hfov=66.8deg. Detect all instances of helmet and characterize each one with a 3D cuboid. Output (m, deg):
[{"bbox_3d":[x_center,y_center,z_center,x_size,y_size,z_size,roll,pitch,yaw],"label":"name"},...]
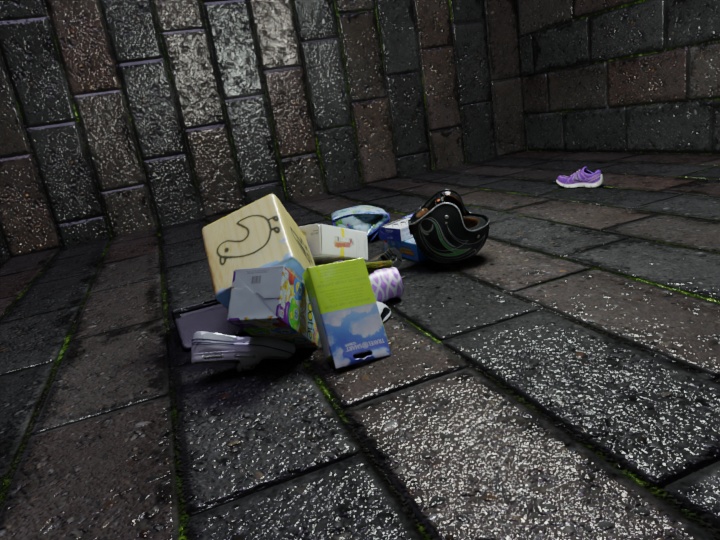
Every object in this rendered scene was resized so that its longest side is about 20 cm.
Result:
[{"bbox_3d":[0.251,-0.112,1.522,0.200,0.191,0.200,-41,12,11],"label":"helmet"}]

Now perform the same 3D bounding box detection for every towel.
[{"bbox_3d":[0.000,0.000,1.316,0.086,0.018,0.200,-21,-7,28],"label":"towel"}]

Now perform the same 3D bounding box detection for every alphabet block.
[{"bbox_3d":[-0.215,-0.012,1.229,0.195,0.196,0.200,-26,54,2],"label":"alphabet block"}]

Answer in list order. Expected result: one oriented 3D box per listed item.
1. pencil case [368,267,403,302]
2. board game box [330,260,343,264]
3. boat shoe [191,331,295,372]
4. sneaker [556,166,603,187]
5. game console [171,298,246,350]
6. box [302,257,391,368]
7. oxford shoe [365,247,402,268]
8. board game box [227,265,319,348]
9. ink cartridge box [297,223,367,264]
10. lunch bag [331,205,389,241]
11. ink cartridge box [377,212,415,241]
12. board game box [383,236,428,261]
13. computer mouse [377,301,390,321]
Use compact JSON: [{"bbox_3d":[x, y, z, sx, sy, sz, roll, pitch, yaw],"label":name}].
[{"bbox_3d":[0.003,0.050,1.310,0.200,0.084,0.086,-12,-17,-12],"label":"pencil case"},{"bbox_3d":[-0.135,0.033,1.362,0.200,0.032,0.120,-29,3,9],"label":"board game box"},{"bbox_3d":[-0.229,0.166,1.066,0.200,0.067,0.074,7,-22,-10],"label":"boat shoe"},{"bbox_3d":[0.924,-0.394,2.297,0.081,0.084,0.200,-22,19,-38],"label":"sneaker"},{"bbox_3d":[-0.345,0.129,1.332,0.200,0.117,0.176,-15,-13,-21],"label":"game console"},{"bbox_3d":[-0.027,0.083,1.054,0.122,0.200,0.048,-11,-15,-22],"label":"box"},{"bbox_3d":[0.026,0.008,1.481,0.200,0.073,0.084,-27,1,-41],"label":"oxford shoe"},{"bbox_3d":[-0.160,0.078,1.067,0.105,0.103,0.200,-5,-23,17],"label":"board game box"},{"bbox_3d":[-0.096,-0.065,1.464,0.145,0.084,0.200,-7,-8,36],"label":"ink cartridge box"},{"bbox_3d":[0.002,-0.175,1.984,0.200,0.128,0.170,-19,16,-1],"label":"lunch bag"},{"bbox_3d":[0.157,-0.141,1.724,0.094,0.044,0.200,10,24,44],"label":"ink cartridge box"},{"bbox_3d":[0.206,-0.093,1.717,0.200,0.056,0.196,-17,18,-25],"label":"board game box"},{"bbox_3d":[0.003,0.105,1.174,0.110,0.044,0.200,-2,18,26],"label":"computer mouse"}]
